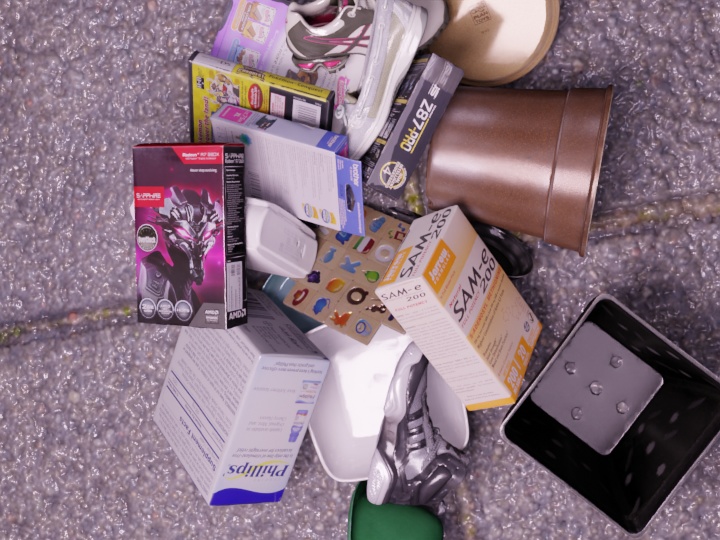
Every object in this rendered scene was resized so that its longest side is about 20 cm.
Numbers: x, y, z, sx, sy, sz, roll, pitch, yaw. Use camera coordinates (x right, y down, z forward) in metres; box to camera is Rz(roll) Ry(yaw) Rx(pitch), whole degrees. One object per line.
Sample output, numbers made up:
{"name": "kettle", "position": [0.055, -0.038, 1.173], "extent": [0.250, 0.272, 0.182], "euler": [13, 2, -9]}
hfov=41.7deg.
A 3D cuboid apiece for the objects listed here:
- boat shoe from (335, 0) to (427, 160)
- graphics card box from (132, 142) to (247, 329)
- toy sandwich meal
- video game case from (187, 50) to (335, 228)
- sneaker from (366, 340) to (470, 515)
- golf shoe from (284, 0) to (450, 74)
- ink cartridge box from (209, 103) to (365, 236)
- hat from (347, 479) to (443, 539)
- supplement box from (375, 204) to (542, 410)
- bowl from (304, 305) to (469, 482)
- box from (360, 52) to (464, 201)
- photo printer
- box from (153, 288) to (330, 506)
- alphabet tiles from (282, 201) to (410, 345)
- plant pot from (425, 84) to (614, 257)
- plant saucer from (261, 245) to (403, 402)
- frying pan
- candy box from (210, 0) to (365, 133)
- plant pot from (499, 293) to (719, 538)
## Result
{"name": "boat shoe", "position": [0.010, -0.215, 1.081], "extent": [0.064, 0.075, 0.204], "euler": [22, 115, -11]}
{"name": "graphics card box", "position": [-0.189, -0.040, 1.050], "extent": [0.124, 0.051, 0.204], "euler": [3, 98, 24]}
{"name": "toy sandwich meal", "position": [0.147, -0.325, 1.156], "extent": [0.202, 0.070, 0.208], "euler": [8, 118, 16]}
{"name": "video game case", "position": [-0.125, -0.157, 1.164], "extent": [0.178, 0.026, 0.202], "euler": [17, 136, 9]}
{"name": "sneaker", "position": [0.079, 0.188, 1.108], "extent": [0.112, 0.076, 0.203], "euler": [14, 101, 4]}
{"name": "golf shoe", "position": [0.008, -0.289, 1.099], "extent": [0.197, 0.088, 0.078], "euler": [-15, 62, 1]}
{"name": "ink cartridge box", "position": [-0.078, -0.118, 1.114], "extent": [0.197, 0.042, 0.120], "euler": [19, 139, 21]}
{"name": "hat", "position": [0.093, 0.330, 1.160], "extent": [0.173, 0.200, 0.169], "euler": [-8, 95, 16]}
{"name": "supplement box", "position": [0.118, 0.045, 1.088], "extent": [0.073, 0.127, 0.201], "euler": [-17, 122, 41]}
{"name": "bowl", "position": [0.027, 0.146, 1.182], "extent": [0.197, 0.075, 0.203], "euler": [-15, 93, 6]}
{"name": "box", "position": [0.046, -0.174, 1.123], "extent": [0.049, 0.200, 0.163], "euler": [25, 95, -12]}
{"name": "photo printer", "position": [-0.171, -0.051, 1.155], "extent": [0.197, 0.166, 0.071], "euler": [12, 81, 22]}
{"name": "box", "position": [-0.150, 0.149, 1.151], "extent": [0.104, 0.184, 0.203], "euler": [8, 110, -38]}
{"name": "alphabet tiles", "position": [0.000, 0.000, 1.174], "extent": [0.198, 0.006, 0.167], "euler": [24, 69, 28]}
{"name": "plant pot", "position": [0.186, -0.131, 1.124], "extent": [0.195, 0.200, 0.204], "euler": [9, 94, 12]}
{"name": "plant saucer", "position": [-0.040, 0.069, 1.234], "extent": [0.196, 0.027, 0.204], "euler": [0, 94, 5]}
{"name": "frying pan", "position": [0.129, -0.026, 1.152], "extent": [0.187, 0.116, 0.031], "euler": [2, 130, -32]}
{"name": "candy box", "position": [-0.089, -0.245, 1.198], "extent": [0.197, 0.072, 0.170], "euler": [22, 95, 5]}
{"name": "plant pot", "position": [0.297, 0.157, 1.130], "extent": [0.199, 0.177, 0.201], "euler": [37, 97, 3]}
